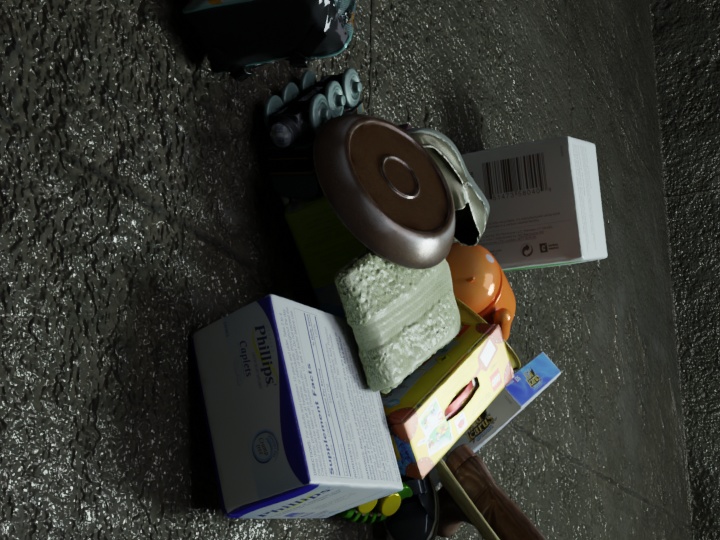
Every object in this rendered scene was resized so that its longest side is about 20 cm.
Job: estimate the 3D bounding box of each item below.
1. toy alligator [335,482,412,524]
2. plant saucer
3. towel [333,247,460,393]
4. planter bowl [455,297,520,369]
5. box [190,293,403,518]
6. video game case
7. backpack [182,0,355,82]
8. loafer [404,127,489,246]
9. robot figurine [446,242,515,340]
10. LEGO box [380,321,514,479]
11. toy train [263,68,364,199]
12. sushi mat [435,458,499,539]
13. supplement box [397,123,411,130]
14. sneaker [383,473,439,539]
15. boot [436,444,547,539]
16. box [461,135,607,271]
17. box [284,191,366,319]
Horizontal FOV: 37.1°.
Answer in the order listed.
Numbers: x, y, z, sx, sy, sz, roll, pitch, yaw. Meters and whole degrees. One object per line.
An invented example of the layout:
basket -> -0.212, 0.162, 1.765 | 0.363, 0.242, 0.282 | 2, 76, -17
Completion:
toy alligator -> -0.018, 0.259, 1.223 | 0.198, 0.059, 0.055 | 18, 99, -42
plant saucer -> 0.036, -0.096, 1.179 | 0.198, 0.032, 0.203 | 27, 42, -27
towel -> 0.048, 0.033, 1.170 | 0.199, 0.036, 0.151 | -31, 106, -52
planter bowl -> 0.113, 0.100, 1.445 | 0.084, 0.199, 0.201 | -50, 136, -11
box -> -0.061, 0.143, 1.075 | 0.199, 0.104, 0.187 | 24, 47, -60
video game case -> 0.180, 0.206, 1.498 | 0.046, 0.182, 0.199 | 47, 24, 12
backpack -> -0.089, -0.317, 1.125 | 0.201, 0.173, 0.155 | -72, 146, -49
loafer -> 0.104, -0.101, 1.335 | 0.200, 0.074, 0.071 | 41, 35, -38
robot figurine -> 0.161, 0.034, 1.558 | 0.200, 0.115, 0.146 | 51, 31, -57
LEGO box -> 0.062, 0.141, 1.248 | 0.199, 0.147, 0.078 | -39, 119, -39
toy train -> -0.051, -0.165, 1.263 | 0.200, 0.084, 0.116 | -51, 138, -57
sushi mat -> 0.147, 0.308, 1.285 | 0.201, 0.012, 0.096 | 52, -11, 35
supplement box -> 0.024, -0.081, 1.371 | 0.111, 0.084, 0.202 | 61, 32, -33
sneaker -> 0.048, 0.244, 1.328 | 0.080, 0.077, 0.203 | 49, 29, -54
boot -> 0.169, 0.350, 1.375 | 0.064, 0.200, 0.188 | -24, 142, -26
box -> 0.288, -0.105, 1.779 | 0.171, 0.196, 0.204 | -6, 89, -63
box -> 0.000, 0.000, 1.253 | 0.048, 0.120, 0.203 | -93, 165, -68
